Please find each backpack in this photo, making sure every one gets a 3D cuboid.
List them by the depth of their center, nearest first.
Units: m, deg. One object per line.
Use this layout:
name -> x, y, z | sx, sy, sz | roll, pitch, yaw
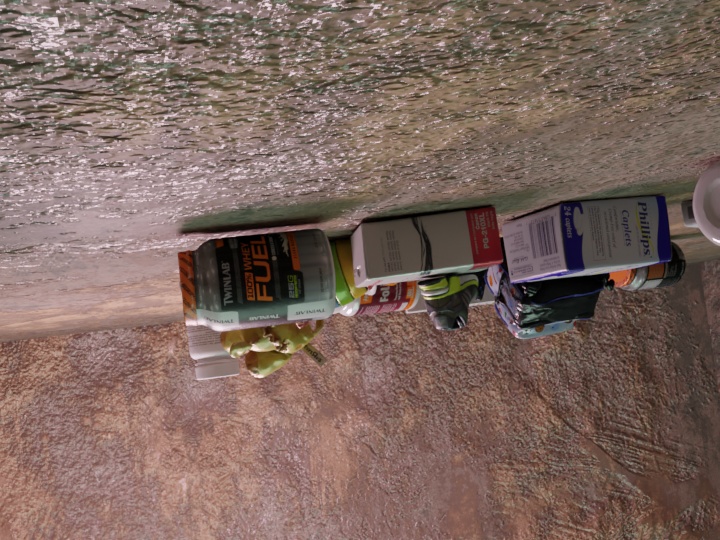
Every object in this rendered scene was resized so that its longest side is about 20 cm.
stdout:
backpack -> 0.319, 0.019, 1.628 | 0.198, 0.191, 0.155 | -6, 136, -24

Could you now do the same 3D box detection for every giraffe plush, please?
giraffe plush -> -0.165, 0.100, 1.550 | 0.199, 0.174, 0.162 | 21, 175, 19

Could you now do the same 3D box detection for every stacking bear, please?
stacking bear -> -0.019, 0.002, 1.442 | 0.198, 0.115, 0.121 | -19, -175, 5

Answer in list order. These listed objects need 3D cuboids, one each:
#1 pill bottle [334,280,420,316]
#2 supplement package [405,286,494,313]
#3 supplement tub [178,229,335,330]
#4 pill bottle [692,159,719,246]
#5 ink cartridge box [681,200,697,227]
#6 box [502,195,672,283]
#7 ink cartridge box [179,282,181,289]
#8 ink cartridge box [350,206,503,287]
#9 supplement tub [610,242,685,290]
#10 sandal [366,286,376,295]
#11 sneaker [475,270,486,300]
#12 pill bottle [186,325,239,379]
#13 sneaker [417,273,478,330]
pill bottle -> 0.009, 0.029, 1.762 | 0.198, 0.115, 0.114 | -5, 175, -29
supplement package -> 0.191, 0.025, 1.979 | 0.198, 0.118, 0.117 | -8, 175, 2
supplement tub -> -0.139, 0.014, 1.203 | 0.198, 0.124, 0.123 | -7, 175, -11
pill bottle -> 0.526, -0.088, 1.143 | 0.198, 0.114, 0.112 | -5, 175, -31
ink cartridge box -> 0.670, -0.108, 1.545 | 0.199, 0.058, 0.162 | 4, 169, -44
box -> 0.360, -0.047, 1.444 | 0.198, 0.106, 0.184 | -6, 176, -20
ink cartridge box -> -0.188, -0.001, 1.563 | 0.162, 0.058, 0.200 | -11, -165, 38
ink cartridge box -> 0.091, -0.032, 1.325 | 0.198, 0.085, 0.145 | -8, 175, -8
supplement tub -> 0.726, -0.013, 2.314 | 0.198, 0.124, 0.122 | -3, 174, -31
sandal -> -0.001, -0.008, 1.582 | 0.059, 0.080, 0.207 | -5, 167, -4
sneaker -> 0.258, 0.002, 1.825 | 0.198, 0.113, 0.073 | -6, 176, -13
pill bottle -> -0.321, 0.132, 1.965 | 0.112, 0.202, 0.113 | -7, 175, -1
sneaker -> 0.137, 0.050, 1.376 | 0.073, 0.082, 0.200 | -9, 178, 22
